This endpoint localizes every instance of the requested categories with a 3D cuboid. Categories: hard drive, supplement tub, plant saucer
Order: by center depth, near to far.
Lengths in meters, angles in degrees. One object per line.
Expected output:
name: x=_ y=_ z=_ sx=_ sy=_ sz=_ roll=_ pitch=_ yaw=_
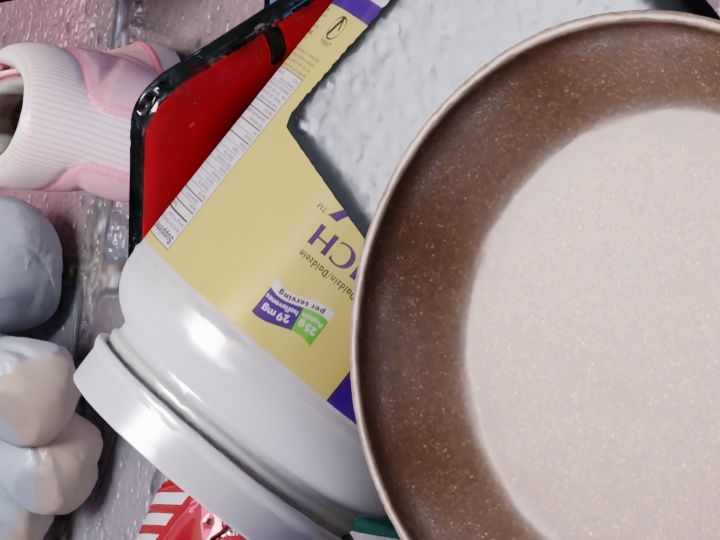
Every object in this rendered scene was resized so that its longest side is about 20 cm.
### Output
plant saucer: x=0.088 y=0.023 z=0.772 sx=0.199 sy=0.037 sz=0.202 roll=-2 pitch=87 yaw=35
hard drive: x=0.074 y=-0.022 z=0.825 sx=0.140 sy=0.033 sz=0.200 roll=-46 pitch=65 yaw=24
supplement tub: x=0.000 y=0.000 z=0.964 sx=0.200 sy=0.145 sz=0.145 roll=-52 pitch=40 yaw=1

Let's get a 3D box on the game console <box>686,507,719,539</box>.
game console: x=0.203 y=0.146 z=0.728 sx=0.176 sy=0.116 sz=0.201 roll=-27 pitch=63 yaw=50

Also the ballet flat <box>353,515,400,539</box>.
ballet flat: x=0.039 y=0.083 z=1.021 sx=0.199 sy=0.069 sz=0.070 roll=9 pitch=91 yaw=55

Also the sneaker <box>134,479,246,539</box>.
sneaker: x=-0.058 y=0.156 z=1.129 sx=0.200 sy=0.078 sz=0.116 roll=34 pitch=113 yaw=50

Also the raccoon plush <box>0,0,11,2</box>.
raccoon plush: x=-0.158 y=-0.203 z=1.242 sx=0.096 sy=0.199 sz=0.135 roll=-3 pitch=102 yaw=39

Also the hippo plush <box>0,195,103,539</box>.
hippo plush: x=-0.211 y=0.053 z=1.343 sx=0.199 sy=0.159 sz=0.161 roll=-33 pitch=26 yaw=30

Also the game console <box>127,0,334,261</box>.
game console: x=-0.060 y=-0.080 z=1.082 sx=0.119 sy=0.172 sz=0.201 roll=43 pitch=152 yaw=23

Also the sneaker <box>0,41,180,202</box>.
sneaker: x=-0.141 y=-0.078 z=1.226 sx=0.200 sy=0.104 sz=0.076 roll=-142 pitch=63 yaw=-73
